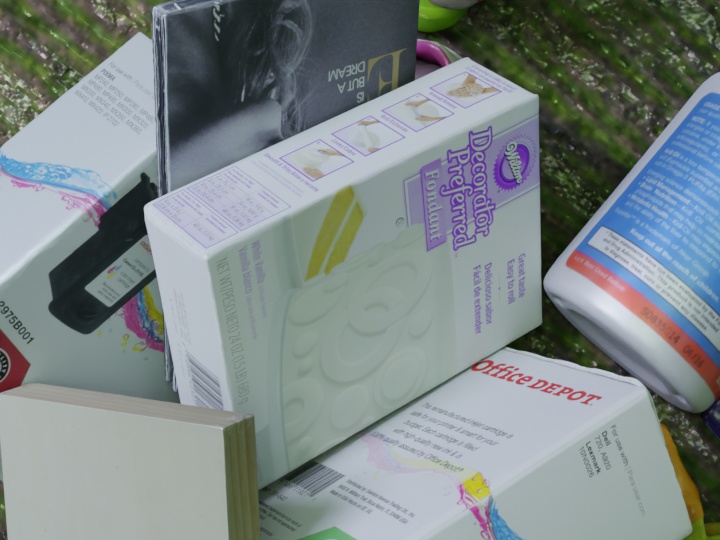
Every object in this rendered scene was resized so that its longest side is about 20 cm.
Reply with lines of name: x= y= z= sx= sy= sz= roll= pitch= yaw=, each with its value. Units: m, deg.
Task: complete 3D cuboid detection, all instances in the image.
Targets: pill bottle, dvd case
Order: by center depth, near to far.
dvd case: x=-0.034 y=-0.048 z=0.733 sx=0.148 sy=0.201 sz=0.016 roll=-21 pitch=39 yaw=-34
pill bottle: x=0.199 y=-0.034 z=0.785 sx=0.112 sy=0.112 sz=0.200 roll=40 pitch=88 yaw=6

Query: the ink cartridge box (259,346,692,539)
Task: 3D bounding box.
ink cartridge box: x=0.037 y=0.126 z=0.723 sx=0.199 sy=0.145 sz=0.084 roll=-29 pitch=107 yaw=-22

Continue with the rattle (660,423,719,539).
rattle: x=0.224 y=0.170 z=0.805 sx=0.198 sy=0.143 sz=0.131 roll=9 pitch=117 yaw=-12

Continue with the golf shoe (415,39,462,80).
golf shoe: x=-0.035 y=-0.100 z=0.813 sx=0.198 sy=0.092 sz=0.076 roll=-6 pitch=85 yaw=3

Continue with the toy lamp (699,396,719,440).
toy lamp: x=0.274 y=0.119 z=0.794 sx=0.199 sy=0.058 sz=0.058 roll=32 pitch=86 yaw=6

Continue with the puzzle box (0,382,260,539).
puzzle box: x=-0.103 y=0.156 z=0.674 sx=0.132 sy=0.025 sz=0.202 roll=5 pitch=102 yaw=31

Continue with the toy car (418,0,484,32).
toy car: x=0.092 y=-0.243 z=0.795 sx=0.199 sy=0.164 sz=0.159 roll=-26 pitch=84 yaw=-10

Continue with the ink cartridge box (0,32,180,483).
ink cartridge box: x=-0.133 y=0.003 z=0.749 sx=0.200 sy=0.146 sz=0.083 roll=-42 pitch=48 yaw=-12

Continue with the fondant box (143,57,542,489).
fondant box: x=0.000 y=0.000 z=0.740 sx=0.199 sy=0.145 sz=0.058 roll=-28 pitch=41 yaw=-28
